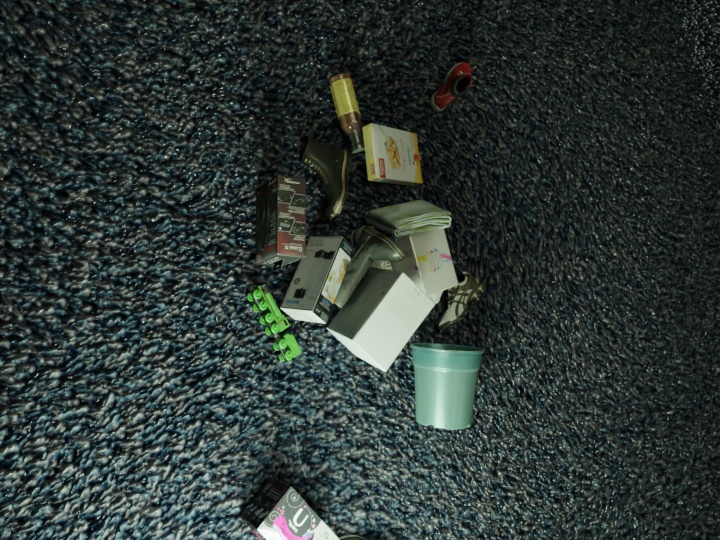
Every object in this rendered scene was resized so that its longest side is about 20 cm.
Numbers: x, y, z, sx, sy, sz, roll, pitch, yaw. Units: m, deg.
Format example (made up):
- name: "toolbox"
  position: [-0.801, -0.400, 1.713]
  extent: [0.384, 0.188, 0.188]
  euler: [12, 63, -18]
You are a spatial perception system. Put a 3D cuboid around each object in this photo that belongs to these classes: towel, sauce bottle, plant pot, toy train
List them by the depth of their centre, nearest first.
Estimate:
- name: "toy train"
  position: [-0.202, 0.123, 1.458]
  extent: [0.056, 0.041, 0.204]
  euler: [-32, 99, -40]
- name: "towel"
  position: [0.122, -0.139, 1.590]
  extent: [0.167, 0.199, 0.050]
  euler: [-10, 108, -21]
- name: "plant pot"
  position: [0.221, 0.299, 1.605]
  extent: [0.196, 0.199, 0.202]
  euler: [5, 87, -30]
- name: "sauce bottle"
  position: [-0.032, -0.416, 1.634]
  extent: [0.065, 0.066, 0.205]
  euler: [-15, 93, -31]

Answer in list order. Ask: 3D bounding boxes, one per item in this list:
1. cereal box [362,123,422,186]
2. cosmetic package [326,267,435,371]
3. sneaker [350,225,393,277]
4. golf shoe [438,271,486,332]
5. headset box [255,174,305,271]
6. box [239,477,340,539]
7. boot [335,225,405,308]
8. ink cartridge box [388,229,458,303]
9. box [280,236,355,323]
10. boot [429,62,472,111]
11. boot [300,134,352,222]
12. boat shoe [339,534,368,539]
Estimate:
- name: "cereal box"
  position: [0.089, -0.312, 1.674]
  extent: [0.197, 0.039, 0.148]
  euler: [-3, 84, -48]
- name: "cosmetic package"
  position: [0.043, 0.111, 1.488]
  extent: [0.122, 0.199, 0.202]
  euler: [40, 79, -18]
- name: "sneaker"
  position: [0.045, -0.022, 1.606]
  extent: [0.076, 0.080, 0.203]
  euler: [-38, 103, -31]
- name: "golf shoe"
  position: [0.265, 0.087, 1.736]
  extent: [0.094, 0.078, 0.200]
  euler: [44, 60, 2]
- name: "headset box"
  position: [-0.188, -0.102, 1.437]
  extent: [0.075, 0.148, 0.206]
  euler: [5, 80, -29]
- name: "box"
  position: [-0.148, 0.576, 1.361]
  extent: [0.115, 0.131, 0.201]
  euler: [-47, 106, -26]
- name: "boot"
  position: [0.002, 0.002, 1.487]
  extent: [0.201, 0.181, 0.073]
  euler: [-49, 123, -6]
- name: "ink cartridge box"
  position: [0.162, -0.011, 1.646]
  extent: [0.123, 0.128, 0.205]
  euler: [-16, 90, -33]
- name: "box"
  position: [-0.102, 0.019, 1.480]
  extent: [0.060, 0.115, 0.204]
  euler: [42, 61, -42]
- name: "boot"
  position: [0.301, -0.563, 1.810]
  extent: [0.072, 0.143, 0.201]
  euler: [43, 62, -15]
- name: "boot"
  position: [-0.102, -0.234, 1.562]
  extent: [0.136, 0.077, 0.205]
  euler: [19, 60, -23]
- name: "boat shoe"
  position: [0.016, 0.690, 1.484]
  extent: [0.197, 0.060, 0.076]
  euler: [25, 71, -26]
